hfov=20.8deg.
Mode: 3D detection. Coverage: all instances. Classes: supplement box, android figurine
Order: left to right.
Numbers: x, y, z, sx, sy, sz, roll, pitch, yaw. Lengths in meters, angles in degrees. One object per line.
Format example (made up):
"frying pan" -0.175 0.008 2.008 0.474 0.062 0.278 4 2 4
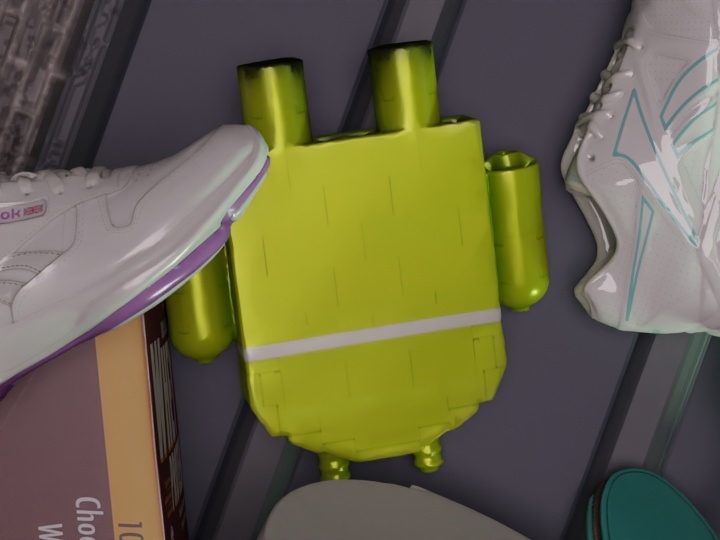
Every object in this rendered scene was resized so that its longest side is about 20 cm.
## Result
"supplement box" -0.181 0.081 0.858 0.198 0.133 0.200 -6 93 -2
"android figurine" 0.000 0.000 0.896 0.180 0.041 0.202 -10 102 -10

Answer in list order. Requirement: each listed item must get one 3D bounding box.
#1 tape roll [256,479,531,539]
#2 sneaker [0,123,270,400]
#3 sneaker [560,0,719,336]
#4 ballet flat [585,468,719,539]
"tape roll" 0.022 0.202 0.818 0.201 0.203 0.140 26 109 -3
"sneaker" -0.130 -0.012 0.752 0.199 0.075 0.100 -31 93 -1
"sneaker" 0.132 -0.068 0.898 0.079 0.070 0.203 -2 93 0
"ballet flat" 0.152 0.180 0.881 0.067 0.201 0.071 -11 134 -19
